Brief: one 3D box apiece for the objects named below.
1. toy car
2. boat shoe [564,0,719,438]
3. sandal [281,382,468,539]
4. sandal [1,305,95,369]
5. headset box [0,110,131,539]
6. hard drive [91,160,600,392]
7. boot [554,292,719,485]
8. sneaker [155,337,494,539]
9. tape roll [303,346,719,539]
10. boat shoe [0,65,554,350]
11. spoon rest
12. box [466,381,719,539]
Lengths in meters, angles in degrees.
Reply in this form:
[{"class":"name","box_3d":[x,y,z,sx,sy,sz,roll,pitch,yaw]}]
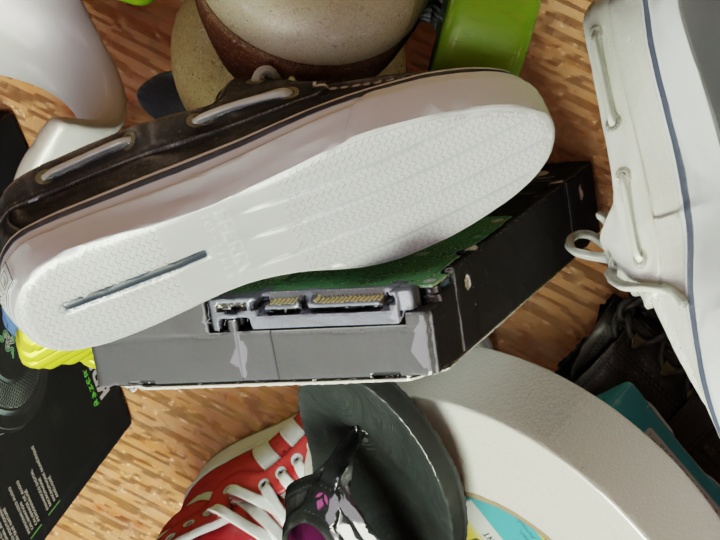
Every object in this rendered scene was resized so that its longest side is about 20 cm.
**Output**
[{"class":"toy car","box_3d":[-0.023,-0.104,0.916,0.164,0.158,0.200,16,150,-2]},{"class":"boat shoe","box_3d":[0.120,-0.017,0.894,0.086,0.074,0.203,-19,81,45]},{"class":"sandal","box_3d":[0.002,0.116,0.918,0.075,0.048,0.201,26,141,27]},{"class":"sandal","box_3d":[-0.118,-0.008,0.980,0.079,0.200,0.087,-26,86,-4]},{"class":"headset box","box_3d":[-0.206,0.053,1.023,0.092,0.200,0.175,-6,116,25]},{"class":"hard drive","box_3d":[0.000,0.000,0.906,0.139,0.200,0.038,-4,103,23]},{"class":"boot","box_3d":[0.167,0.071,0.963,0.174,0.069,0.200,42,127,-5]},{"class":"sneaker","box_3d":[-0.024,0.098,1.029,0.071,0.113,0.200,44,125,-8]},{"class":"tape roll","box_3d":[0.066,0.119,0.929,0.202,0.037,0.203,27,140,25]},{"class":"boat shoe","box_3d":[-0.035,-0.039,0.805,0.199,0.071,0.072,-17,141,-6]},{"class":"spoon rest","box_3d":[-0.151,-0.107,0.952,0.099,0.060,0.200,-53,53,28]},{"class":"box","box_3d":[0.072,0.118,0.998,0.082,0.049,0.200,49,145,-5]}]
